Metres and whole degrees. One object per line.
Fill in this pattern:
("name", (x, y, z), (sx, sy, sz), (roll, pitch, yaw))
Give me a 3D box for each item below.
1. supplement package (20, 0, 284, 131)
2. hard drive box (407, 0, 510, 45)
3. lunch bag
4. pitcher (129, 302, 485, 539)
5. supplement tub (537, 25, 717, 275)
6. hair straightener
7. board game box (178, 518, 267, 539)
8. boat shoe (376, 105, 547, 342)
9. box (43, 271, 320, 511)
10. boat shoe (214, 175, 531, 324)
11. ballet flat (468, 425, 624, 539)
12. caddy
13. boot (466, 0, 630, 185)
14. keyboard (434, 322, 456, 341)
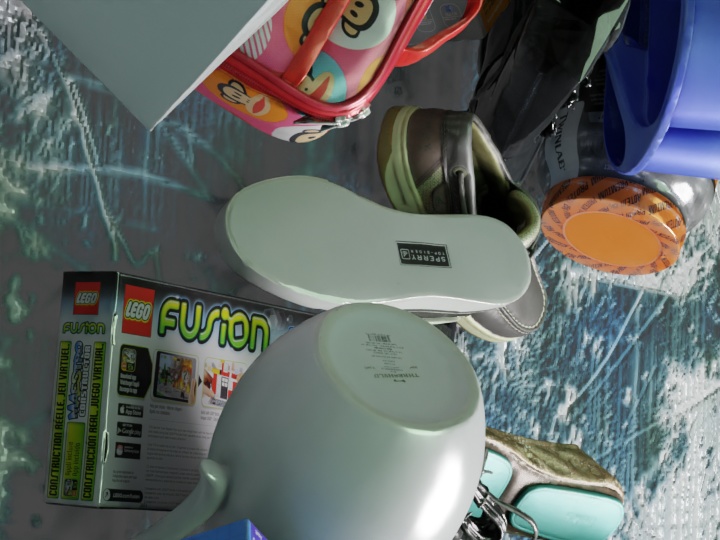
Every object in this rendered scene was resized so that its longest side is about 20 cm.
("supplement package", (-0.091, -0.190, 0.792), (0.200, 0.156, 0.111), (46, 44, -5))
("hard drive box", (0.037, -0.256, 1.143), (0.156, 0.076, 0.201), (-58, 136, -41))
("lunch bag", (-0.020, -0.166, 0.950), (0.175, 0.082, 0.201), (32, 72, -10))
("pitcher", (-0.042, 0.114, 0.913), (0.170, 0.122, 0.201), (-1, 134, -35))
("supplement tub", (0.190, -0.106, 1.343), (0.123, 0.122, 0.201), (50, 50, -45))
("hair straightener", (0.039, 0.119, 1.060), (0.200, 0.076, 0.041), (52, 47, -37))
("board game box", (-0.068, 0.196, 0.900), (0.200, 0.151, 0.045), (50, 28, -45))
("boat shoe", (0.075, -0.023, 1.176), (0.201, 0.066, 0.072), (55, 45, -43))
("box", (-0.077, 0.067, 0.997), (0.199, 0.034, 0.111), (15, 77, -57))
("boat shoe", (0.000, 0.000, 1.084), (0.199, 0.064, 0.071), (10, 64, -34))
("ballet flat", (0.074, 0.121, 1.179), (0.199, 0.065, 0.071), (22, 111, -41))
("caddy", (0.196, -0.151, 1.219), (0.142, 0.104, 0.202), (121, -23, -62))
("boot", (0.112, -0.146, 1.173), (0.200, 0.065, 0.166), (107, -3, -68))
("keyboard", (0.025, 0.056, 1.174), (0.127, 0.020, 0.202), (27, 66, -55))
